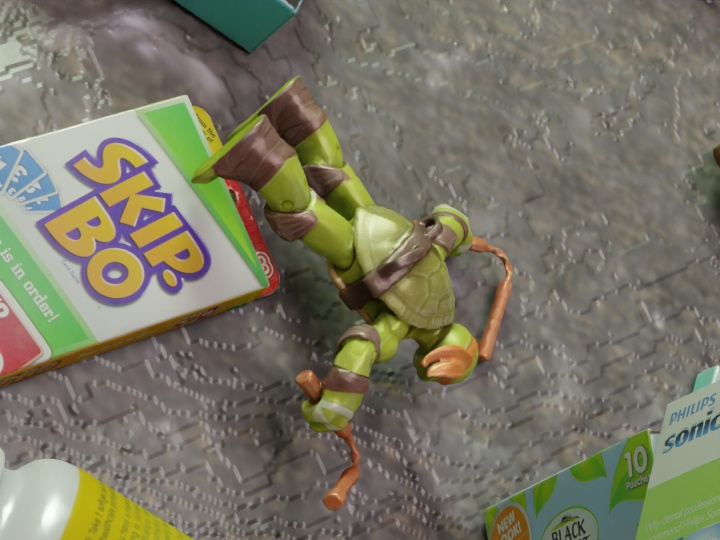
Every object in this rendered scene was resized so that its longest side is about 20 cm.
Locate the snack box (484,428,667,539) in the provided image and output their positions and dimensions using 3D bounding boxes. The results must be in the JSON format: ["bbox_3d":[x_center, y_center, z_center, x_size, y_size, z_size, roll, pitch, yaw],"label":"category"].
[{"bbox_3d":[0.117,0.182,1.028,0.053,0.142,0.201,4,70,-28],"label":"snack box"}]

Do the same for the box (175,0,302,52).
[{"bbox_3d":[-0.105,-0.192,1.104,0.200,0.049,0.083,34,58,-15],"label":"box"}]

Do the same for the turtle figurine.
[{"bbox_3d":[0.000,0.000,1.062,0.161,0.064,0.200,49,43,-8],"label":"turtle figurine"}]

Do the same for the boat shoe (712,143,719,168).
[{"bbox_3d":[0.257,-0.086,1.261,0.200,0.076,0.074,-36,88,-36],"label":"boat shoe"}]

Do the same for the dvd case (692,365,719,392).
[{"bbox_3d":[0.231,0.153,1.181,0.200,0.022,0.146,31,58,-17],"label":"dvd case"}]

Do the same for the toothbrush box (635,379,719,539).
[{"bbox_3d":[0.177,0.156,0.935,0.145,0.086,0.201,29,58,-18],"label":"toothbrush box"}]

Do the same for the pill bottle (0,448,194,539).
[{"bbox_3d":[-0.105,0.144,0.931,0.200,0.114,0.115,34,57,-15],"label":"pill bottle"}]

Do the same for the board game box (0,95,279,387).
[{"bbox_3d":[-0.126,-0.010,1.035,0.199,0.030,0.096,-18,81,-37],"label":"board game box"}]
